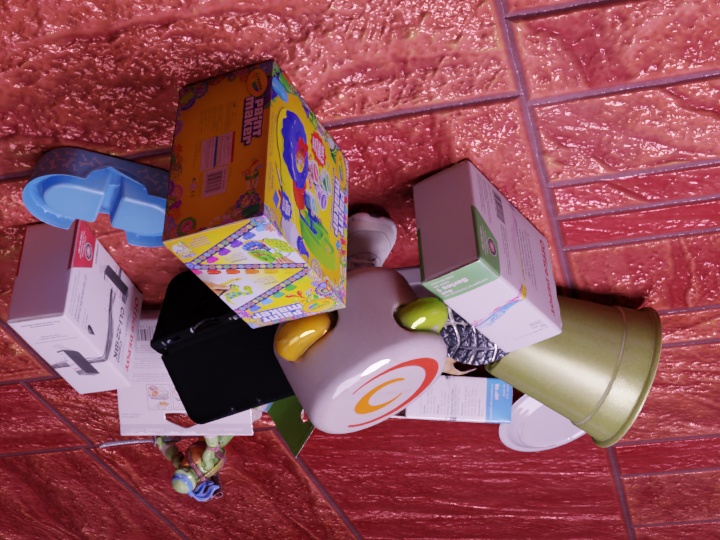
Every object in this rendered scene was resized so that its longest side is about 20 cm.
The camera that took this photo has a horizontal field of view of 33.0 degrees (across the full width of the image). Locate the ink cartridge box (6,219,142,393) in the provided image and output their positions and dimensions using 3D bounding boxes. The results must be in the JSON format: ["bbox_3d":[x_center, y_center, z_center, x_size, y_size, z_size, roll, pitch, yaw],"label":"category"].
[{"bbox_3d":[-0.365,0.050,1.581,0.083,0.146,0.200,-7,147,13],"label":"ink cartridge box"}]

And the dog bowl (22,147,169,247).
[{"bbox_3d":[-0.298,-0.089,1.449,0.198,0.050,0.112,14,146,-18],"label":"dog bowl"}]

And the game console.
[{"bbox_3d":[-0.160,0.077,1.572,0.199,0.177,0.116,-20,132,30],"label":"game console"}]

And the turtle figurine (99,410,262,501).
[{"bbox_3d":[-0.255,0.238,1.872,0.199,0.194,0.145,34,126,12],"label":"turtle figurine"}]

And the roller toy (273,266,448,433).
[{"bbox_3d":[-0.005,0.090,1.426,0.199,0.140,0.183,-23,153,-18],"label":"roller toy"}]

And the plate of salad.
[{"bbox_3d":[0.305,0.215,1.896,0.198,0.048,0.201,-13,140,-11],"label":"plate of salad"}]

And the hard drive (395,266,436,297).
[{"bbox_3d":[0.114,0.056,1.681,0.131,0.027,0.200,-6,148,13],"label":"hard drive"}]

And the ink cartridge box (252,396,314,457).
[{"bbox_3d":[-0.113,0.120,1.585,0.075,0.200,0.148,22,107,-38],"label":"ink cartridge box"}]

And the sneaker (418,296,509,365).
[{"bbox_3d":[0.107,0.063,1.582,0.198,0.086,0.078,10,112,15],"label":"sneaker"}]

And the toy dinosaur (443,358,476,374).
[{"bbox_3d":[0.099,0.125,1.712,0.100,0.059,0.200,-11,146,17],"label":"toy dinosaur"}]

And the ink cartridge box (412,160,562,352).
[{"bbox_3d":[0.152,-0.012,1.454,0.083,0.146,0.200,-24,140,27],"label":"ink cartridge box"}]

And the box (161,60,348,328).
[{"bbox_3d":[-0.106,-0.078,1.316,0.121,0.202,0.193,-13,146,21],"label":"box"}]

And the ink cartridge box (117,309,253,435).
[{"bbox_3d":[-0.249,0.145,1.727,0.198,0.045,0.178,0,108,4],"label":"ink cartridge box"}]

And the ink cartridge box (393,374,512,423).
[{"bbox_3d":[0.120,0.190,1.817,0.198,0.067,0.116,4,174,-4],"label":"ink cartridge box"}]

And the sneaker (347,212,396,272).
[{"bbox_3d":[0.000,0.000,1.549,0.074,0.082,0.201,8,146,-7],"label":"sneaker"}]

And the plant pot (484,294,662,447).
[{"bbox_3d":[0.273,0.110,1.638,0.188,0.201,0.200,21,145,-7],"label":"plant pot"}]
